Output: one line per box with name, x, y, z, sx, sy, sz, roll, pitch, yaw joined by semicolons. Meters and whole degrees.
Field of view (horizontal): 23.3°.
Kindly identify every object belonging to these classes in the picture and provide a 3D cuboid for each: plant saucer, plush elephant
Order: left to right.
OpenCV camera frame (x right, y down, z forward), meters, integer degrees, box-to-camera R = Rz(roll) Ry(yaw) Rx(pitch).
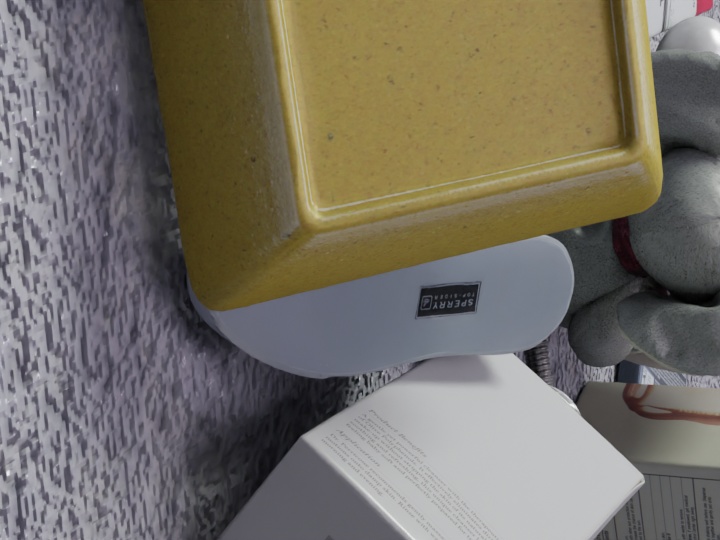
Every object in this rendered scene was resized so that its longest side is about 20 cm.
plant saucer;0.025;-0.097;0.624;0.199;0.048;0.201;-13;105;-20
plush elephant;0.151;-0.026;0.875;0.200;0.154;0.166;-5;99;-54

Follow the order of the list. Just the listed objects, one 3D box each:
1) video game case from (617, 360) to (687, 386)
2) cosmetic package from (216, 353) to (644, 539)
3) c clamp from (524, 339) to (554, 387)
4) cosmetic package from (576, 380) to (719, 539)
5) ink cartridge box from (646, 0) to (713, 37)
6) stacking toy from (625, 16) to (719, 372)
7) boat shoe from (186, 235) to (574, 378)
video game case;0.224;0.012;1.286;0.143;0.019;0.201;40;55;-61
cosmetic package;0.033;0.105;0.728;0.085;0.108;0.200;-52;166;22
c clamp;0.086;0.039;0.930;0.171;0.027;0.201;15;66;-61
cosmetic package;0.232;0.137;1.094;0.087;0.199;0.104;-56;143;-51
ink cartridge box;0.137;-0.205;0.987;0.200;0.083;0.146;-32;121;-62
stacking toy;0.193;-0.056;1.018;0.146;0.145;0.201;-52;148;-52
boat shoe;0.001;-0.003;0.720;0.199;0.068;0.074;-4;109;-42
